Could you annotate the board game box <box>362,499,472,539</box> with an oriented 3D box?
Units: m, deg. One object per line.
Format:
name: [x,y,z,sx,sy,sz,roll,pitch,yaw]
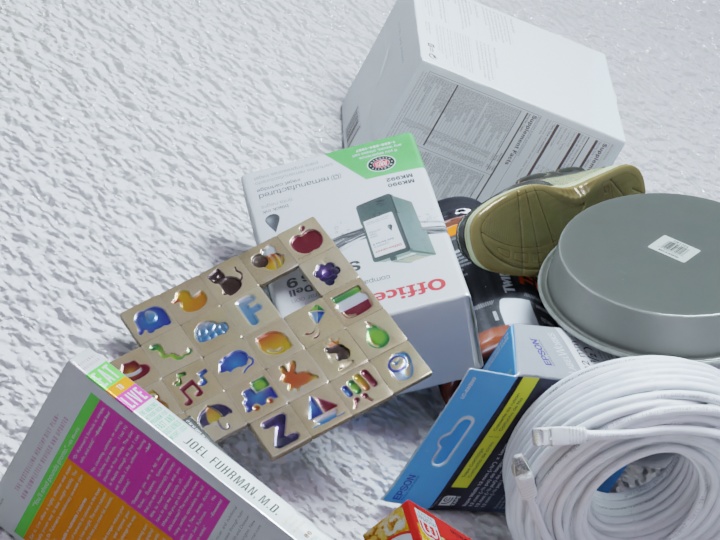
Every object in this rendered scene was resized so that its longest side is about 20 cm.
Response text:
board game box: [0.086,0.265,1.509,0.151,0.046,0.200,35,24,-39]

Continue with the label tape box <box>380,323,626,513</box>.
label tape box: [0.118,0.111,1.703,0.199,0.144,0.066,8,38,-33]

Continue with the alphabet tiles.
alphabet tiles: [-0.076,0.061,1.640,0.199,0.008,0.167,-27,57,-16]

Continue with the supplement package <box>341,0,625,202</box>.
supplement package: [0.105,-0.131,2.023,0.199,0.151,0.152,20,32,-16]

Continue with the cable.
cable: [0.200,0.151,1.663,0.199,0.201,0.069,-11,41,-7]

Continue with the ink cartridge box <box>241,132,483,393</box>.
ink cartridge box: [0.000,0.000,1.758,0.145,0.084,0.200,-15,43,-3]

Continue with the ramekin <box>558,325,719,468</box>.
ramekin: [0.244,0.061,1.837,0.097,0.201,0.201,-18,56,-40]

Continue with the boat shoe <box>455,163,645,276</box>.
boat shoe: [0.143,-0.041,1.817,0.200,0.072,0.066,-19,14,-40]

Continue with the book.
book: [-0.126,0.159,1.439,0.200,0.134,0.048,38,32,11]

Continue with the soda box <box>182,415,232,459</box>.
soda box: [-0.079,0.191,1.502,0.200,0.063,0.071,42,34,19]

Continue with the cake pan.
cake pan: [0.233,0.001,1.723,0.199,0.037,0.201,1,33,0]

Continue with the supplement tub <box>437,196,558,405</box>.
supplement tub: [0.095,0.028,1.836,0.107,0.107,0.200,13,36,-26]
